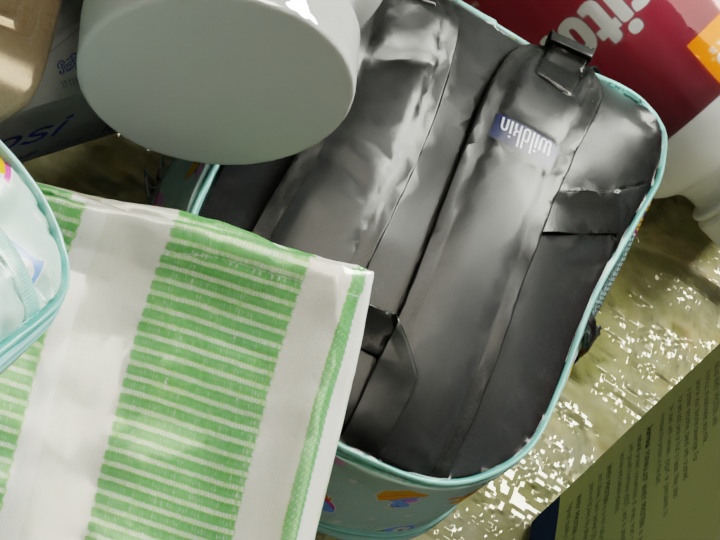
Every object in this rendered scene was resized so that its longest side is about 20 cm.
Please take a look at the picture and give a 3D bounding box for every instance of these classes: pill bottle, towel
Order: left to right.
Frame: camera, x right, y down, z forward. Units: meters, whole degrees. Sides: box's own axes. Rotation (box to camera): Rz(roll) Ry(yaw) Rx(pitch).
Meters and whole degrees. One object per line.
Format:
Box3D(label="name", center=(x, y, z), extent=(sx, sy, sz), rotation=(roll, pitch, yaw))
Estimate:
Box3D(label="towel", center=(-0.104, 0.044, 0.864), extent=(0.199, 0.023, 0.153), rotation=(14, 83, -14))
Box3D(label="pill bottle", center=(-0.042, -0.144, 0.923), extent=(0.115, 0.116, 0.201), rotation=(21, 53, -23))
Box3D(label="pill bottle", center=(0.127, -0.107, 1.153), extent=(0.200, 0.113, 0.113), rotation=(46, 52, -5))

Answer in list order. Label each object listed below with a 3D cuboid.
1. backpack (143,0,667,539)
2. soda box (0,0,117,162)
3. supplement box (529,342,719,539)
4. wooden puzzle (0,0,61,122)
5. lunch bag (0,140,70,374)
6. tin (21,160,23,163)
Box3D(label="backpack", center=(0.000, 0.000, 0.994), extent=(0.175, 0.153, 0.201), rotation=(31, 53, -14))
Box3D(label="soda box", center=(-0.161, -0.066, 0.933), extent=(0.199, 0.068, 0.064), rotation=(-21, 80, -37))
Box3D(label="supplement box", center=(0.170, 0.120, 0.973), extent=(0.134, 0.200, 0.200), rotation=(39, 23, -11))
Box3D(label="wooden puzzle", center=(-0.183, -0.158, 0.913), extent=(0.184, 0.037, 0.201), rotation=(23, 50, -18))
Box3D(label="lunch bag", center=(-0.187, -0.030, 0.770), extent=(0.200, 0.077, 0.160), rotation=(51, 39, -3))
Box3D(label="tin", center=(-0.203, -0.103, 0.989), extent=(0.200, 0.042, 0.112), rotation=(51, 56, -2))
